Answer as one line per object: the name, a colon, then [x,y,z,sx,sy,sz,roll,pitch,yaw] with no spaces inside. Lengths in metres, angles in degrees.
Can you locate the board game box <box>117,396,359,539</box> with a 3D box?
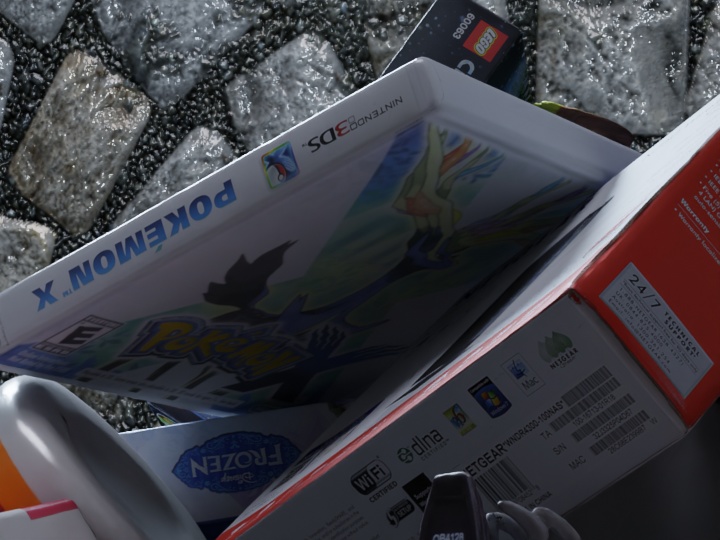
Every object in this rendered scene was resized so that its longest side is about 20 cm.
board game box: [-0.060,0.105,1.115,0.199,0.041,0.200,-9,-20,0]

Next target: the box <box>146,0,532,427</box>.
box: [-0.001,0.001,1.169,0.200,0.038,0.137,-54,-17,-13]

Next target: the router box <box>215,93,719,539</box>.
router box: [0.058,0.024,0.864,0.200,0.049,0.179,-40,2,44]

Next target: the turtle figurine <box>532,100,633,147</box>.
turtle figurine: [0.068,0.019,1.171,0.064,0.162,0.200,8,-19,43]

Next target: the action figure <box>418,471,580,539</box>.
action figure: [0.081,0.099,0.770,0.199,0.070,0.130,9,-25,-41]

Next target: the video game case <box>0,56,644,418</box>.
video game case: [0.000,0.000,0.975,0.182,0.022,0.200,-28,-23,25]

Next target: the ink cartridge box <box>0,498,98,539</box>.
ink cartridge box: [-0.157,0.151,0.834,0.200,0.083,0.147,-32,-4,4]

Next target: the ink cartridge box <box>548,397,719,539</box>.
ink cartridge box: [0.097,0.098,1.074,0.147,0.083,0.200,-55,-8,5]

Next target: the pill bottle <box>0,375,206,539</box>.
pill bottle: [-0.147,0.136,0.965,0.200,0.110,0.110,-42,-6,5]
